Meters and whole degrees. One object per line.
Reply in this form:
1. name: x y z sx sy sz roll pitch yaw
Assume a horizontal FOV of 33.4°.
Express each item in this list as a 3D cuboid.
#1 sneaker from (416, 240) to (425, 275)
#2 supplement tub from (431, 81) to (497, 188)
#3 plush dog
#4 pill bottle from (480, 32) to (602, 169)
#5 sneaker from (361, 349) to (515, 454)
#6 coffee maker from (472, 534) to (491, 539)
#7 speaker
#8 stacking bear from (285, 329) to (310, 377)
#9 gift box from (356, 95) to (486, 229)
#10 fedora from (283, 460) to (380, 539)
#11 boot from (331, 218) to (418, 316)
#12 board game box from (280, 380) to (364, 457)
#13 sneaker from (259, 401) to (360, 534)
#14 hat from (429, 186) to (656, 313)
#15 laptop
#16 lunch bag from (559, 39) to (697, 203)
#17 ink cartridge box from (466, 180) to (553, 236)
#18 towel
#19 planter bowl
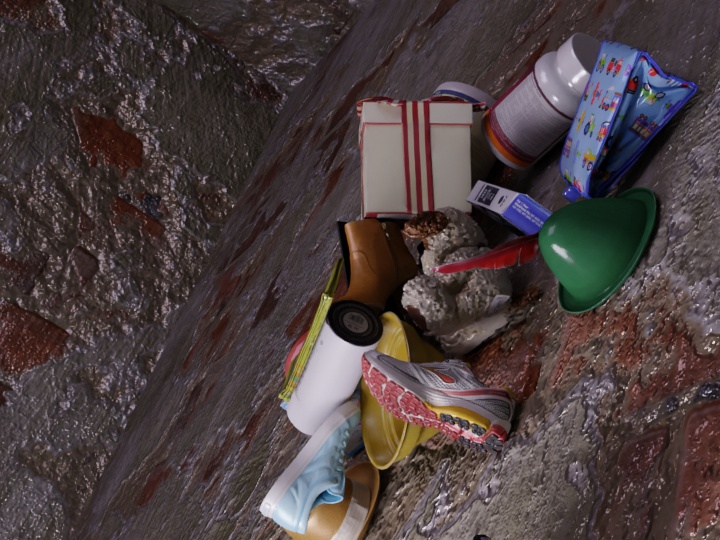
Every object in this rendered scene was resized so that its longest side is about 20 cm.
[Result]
1. sneaker: 0.119 0.014 1.737 0.076 0.087 0.201 -50 18 17
2. supplement tub: 0.143 -0.185 1.942 0.202 0.144 0.145 -60 16 -14
3. plush dog: 0.133 -0.005 1.560 0.159 0.200 0.174 -27 67 12
4. pill bottle: 0.272 -0.243 1.725 0.200 0.109 0.110 -43 20 42
5. sneaker: 0.091 0.143 1.423 0.083 0.198 0.078 -57 -17 -31
6. coffee maker: 0.074 0.336 1.062 0.190 0.137 0.200 -14 7 -14
7. speaker: -0.038 0.135 1.619 0.082 0.080 0.201 -74 7 -48
8. stacking bear: -0.031 0.171 1.855 0.113 0.123 0.199 -27 21 -19
9. gift box: 0.087 -0.166 1.765 0.200 0.182 0.190 133 137 -79
10. fedora: -0.052 0.330 1.644 0.201 0.081 0.201 -51 16 20
11. boot: 0.001 0.000 1.691 0.071 0.200 0.146 -38 68 42
12. board game box: -0.008 0.174 1.718 0.200 0.134 0.034 -43 14 39
13. sneaker: -0.046 0.264 1.580 0.200 0.082 0.074 -50 -10 -29
14. hat: 0.221 -0.059 1.389 0.165 0.175 0.202 -35 26 53
15. laptop: 0.005 0.033 1.810 0.200 0.102 0.180 134 129 -71
16. lunch bag: 0.313 -0.178 1.519 0.201 0.093 0.151 -59 13 11
17. ink cartridge box: 0.213 -0.071 1.587 0.039 0.099 0.200 -56 14 0
18. towel: -0.066 0.079 1.592 0.087 0.018 0.201 -77 8 -52
19. planter bowl: 0.067 0.157 1.561 0.200 0.082 0.204 -176 90 -73
